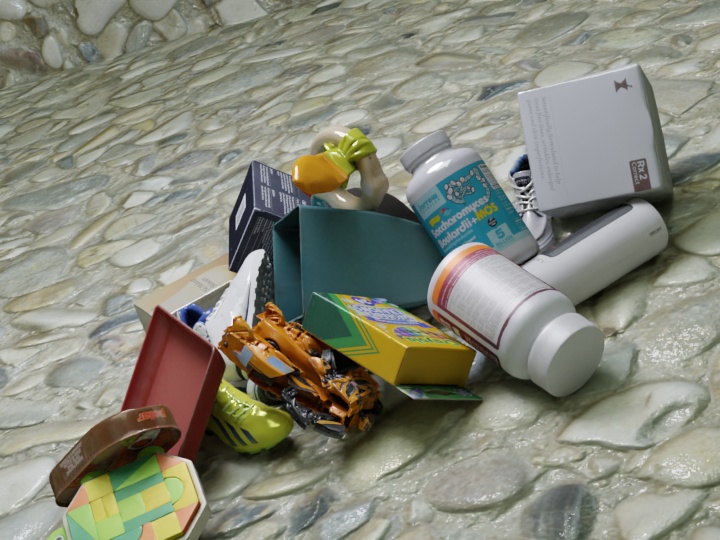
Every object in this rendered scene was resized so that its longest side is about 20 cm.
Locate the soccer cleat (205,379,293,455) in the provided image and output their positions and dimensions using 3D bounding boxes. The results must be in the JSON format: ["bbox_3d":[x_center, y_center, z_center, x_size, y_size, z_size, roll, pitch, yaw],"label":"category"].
[{"bbox_3d":[-0.160,0.169,1.599,0.065,0.084,0.200,-40,30,-30],"label":"soccer cleat"}]

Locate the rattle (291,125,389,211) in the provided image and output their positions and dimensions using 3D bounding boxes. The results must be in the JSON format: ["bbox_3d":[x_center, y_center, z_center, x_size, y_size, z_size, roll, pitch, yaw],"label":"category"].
[{"bbox_3d":[-0.063,-0.099,1.715,0.200,0.130,0.143,-16,29,53],"label":"rattle"}]

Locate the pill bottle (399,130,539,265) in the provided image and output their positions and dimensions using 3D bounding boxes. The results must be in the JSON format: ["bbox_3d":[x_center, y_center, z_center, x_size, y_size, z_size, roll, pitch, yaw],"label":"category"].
[{"bbox_3d":[0.131,-0.077,1.667,0.111,0.200,0.111,-32,-8,-5],"label":"pill bottle"}]

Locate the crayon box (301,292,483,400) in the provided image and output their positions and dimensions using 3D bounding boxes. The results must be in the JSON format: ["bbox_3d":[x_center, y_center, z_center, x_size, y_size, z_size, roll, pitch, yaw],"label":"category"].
[{"bbox_3d":[0.043,0.087,1.534,0.125,0.052,0.200,7,17,-46],"label":"crayon box"}]

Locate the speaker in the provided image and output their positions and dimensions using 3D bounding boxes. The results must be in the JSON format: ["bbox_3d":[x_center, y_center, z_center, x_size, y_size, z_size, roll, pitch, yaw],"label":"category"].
[{"bbox_3d":[0.288,-0.012,1.651,0.200,0.081,0.081,-30,26,-20],"label":"speaker"}]

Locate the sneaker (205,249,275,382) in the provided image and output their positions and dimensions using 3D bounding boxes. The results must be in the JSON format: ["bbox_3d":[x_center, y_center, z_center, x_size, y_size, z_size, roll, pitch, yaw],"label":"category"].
[{"bbox_3d":[-0.161,0.055,1.714,0.080,0.077,0.201,-5,49,19],"label":"sneaker"}]

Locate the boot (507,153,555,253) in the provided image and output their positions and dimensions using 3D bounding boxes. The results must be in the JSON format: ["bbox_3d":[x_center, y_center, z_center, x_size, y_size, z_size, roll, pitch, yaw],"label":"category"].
[{"bbox_3d":[0.230,-0.092,1.841,0.073,0.096,0.200,-13,25,15],"label":"boot"}]

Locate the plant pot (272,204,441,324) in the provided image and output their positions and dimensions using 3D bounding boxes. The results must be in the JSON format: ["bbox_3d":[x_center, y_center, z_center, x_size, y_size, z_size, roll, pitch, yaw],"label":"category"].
[{"bbox_3d":[0.000,0.000,1.711,0.199,0.142,0.141,1,-10,-17],"label":"plant pot"}]

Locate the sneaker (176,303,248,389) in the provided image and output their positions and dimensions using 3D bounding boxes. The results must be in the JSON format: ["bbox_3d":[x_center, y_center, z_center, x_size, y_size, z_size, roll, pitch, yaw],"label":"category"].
[{"bbox_3d":[-0.188,0.099,1.768,0.075,0.088,0.200,-34,29,-33],"label":"sneaker"}]

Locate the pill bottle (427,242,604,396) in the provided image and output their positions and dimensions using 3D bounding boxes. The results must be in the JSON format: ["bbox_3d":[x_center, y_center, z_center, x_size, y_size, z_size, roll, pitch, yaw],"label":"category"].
[{"bbox_3d":[0.178,0.056,1.510,0.109,0.110,0.200,-31,44,-24],"label":"pill bottle"}]

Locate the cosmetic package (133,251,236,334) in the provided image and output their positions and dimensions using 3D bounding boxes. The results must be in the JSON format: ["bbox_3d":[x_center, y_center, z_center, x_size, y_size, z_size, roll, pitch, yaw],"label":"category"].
[{"bbox_3d":[-0.219,0.043,1.928,0.200,0.071,0.105,-30,27,-22],"label":"cosmetic package"}]

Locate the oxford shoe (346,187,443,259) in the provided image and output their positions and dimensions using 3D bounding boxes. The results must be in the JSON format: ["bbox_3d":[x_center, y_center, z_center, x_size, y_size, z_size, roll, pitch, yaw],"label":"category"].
[{"bbox_3d":[0.050,-0.060,1.853,0.072,0.199,0.071,-68,20,-5],"label":"oxford shoe"}]

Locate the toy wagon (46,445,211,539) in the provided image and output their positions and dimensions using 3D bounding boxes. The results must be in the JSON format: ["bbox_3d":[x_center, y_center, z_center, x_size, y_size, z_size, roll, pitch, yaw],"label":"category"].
[{"bbox_3d":[-0.265,0.279,1.434,0.199,0.040,0.155,-23,47,-7],"label":"toy wagon"}]

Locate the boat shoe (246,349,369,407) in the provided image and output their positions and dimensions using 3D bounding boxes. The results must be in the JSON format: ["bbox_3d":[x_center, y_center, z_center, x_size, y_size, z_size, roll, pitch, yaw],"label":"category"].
[{"bbox_3d":[-0.046,0.115,1.642,0.200,0.072,0.071,-27,21,-21],"label":"boat shoe"}]

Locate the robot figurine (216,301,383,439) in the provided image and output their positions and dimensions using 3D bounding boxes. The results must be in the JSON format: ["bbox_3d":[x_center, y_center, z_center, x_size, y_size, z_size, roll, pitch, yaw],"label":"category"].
[{"bbox_3d":[-0.063,0.120,1.540,0.200,0.058,0.145,34,27,18],"label":"robot figurine"}]

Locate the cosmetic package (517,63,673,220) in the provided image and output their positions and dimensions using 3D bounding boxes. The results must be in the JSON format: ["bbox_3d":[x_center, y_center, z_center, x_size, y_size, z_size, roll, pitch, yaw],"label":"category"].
[{"bbox_3d":[0.319,-0.166,1.763,0.164,0.166,0.200,-12,-5,17],"label":"cosmetic package"}]

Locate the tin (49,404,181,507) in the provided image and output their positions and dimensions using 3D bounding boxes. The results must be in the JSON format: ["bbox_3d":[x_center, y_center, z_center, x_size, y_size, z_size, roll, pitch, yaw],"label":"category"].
[{"bbox_3d":[-0.286,0.215,1.518,0.112,0.042,0.200,-9,-26,-46],"label":"tin"}]

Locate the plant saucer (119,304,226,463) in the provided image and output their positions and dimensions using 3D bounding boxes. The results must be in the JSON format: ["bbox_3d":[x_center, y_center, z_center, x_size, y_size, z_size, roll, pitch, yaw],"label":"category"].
[{"bbox_3d":[-0.231,0.162,1.603,0.037,0.200,0.200,16,5,-31],"label":"plant saucer"}]

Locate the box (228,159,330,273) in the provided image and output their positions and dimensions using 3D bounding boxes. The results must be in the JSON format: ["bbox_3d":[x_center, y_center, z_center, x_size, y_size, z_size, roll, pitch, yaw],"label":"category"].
[{"bbox_3d":[-0.088,-0.051,1.879,0.181,0.104,0.200,19,21,-13],"label":"box"}]
